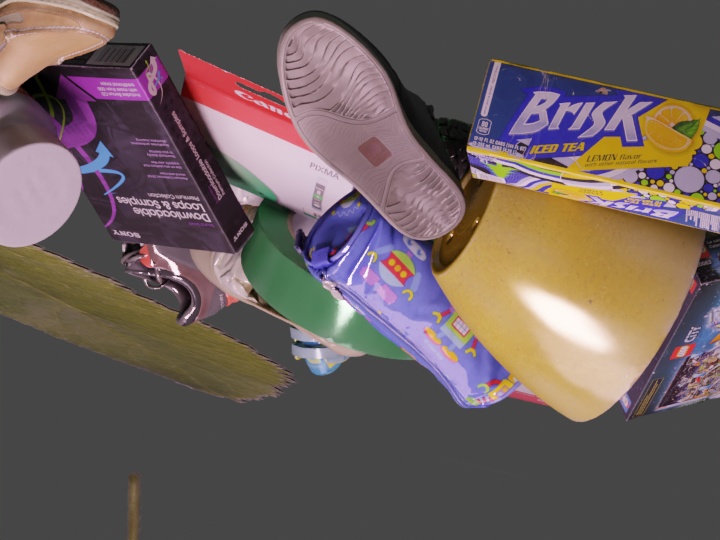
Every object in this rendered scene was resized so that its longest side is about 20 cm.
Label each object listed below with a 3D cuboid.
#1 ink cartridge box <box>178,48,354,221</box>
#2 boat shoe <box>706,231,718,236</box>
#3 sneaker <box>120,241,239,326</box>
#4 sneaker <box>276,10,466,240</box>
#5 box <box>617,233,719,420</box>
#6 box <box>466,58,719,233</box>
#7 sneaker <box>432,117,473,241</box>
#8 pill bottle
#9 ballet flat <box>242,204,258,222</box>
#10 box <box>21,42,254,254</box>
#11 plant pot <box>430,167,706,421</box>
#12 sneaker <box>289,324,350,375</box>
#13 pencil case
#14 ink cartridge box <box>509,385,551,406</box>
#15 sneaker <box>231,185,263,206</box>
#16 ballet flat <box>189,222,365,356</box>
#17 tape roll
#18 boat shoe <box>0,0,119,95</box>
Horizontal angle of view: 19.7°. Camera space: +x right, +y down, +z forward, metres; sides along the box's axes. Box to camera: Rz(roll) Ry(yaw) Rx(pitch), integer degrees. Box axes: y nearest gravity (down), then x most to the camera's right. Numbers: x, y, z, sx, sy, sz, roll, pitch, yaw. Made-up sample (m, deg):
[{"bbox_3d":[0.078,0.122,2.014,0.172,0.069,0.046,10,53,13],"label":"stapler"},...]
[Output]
[{"bbox_3d":[-0.074,-0.098,1.647,0.160,0.050,0.200,24,172,5],"label":"ink cartridge box"},{"bbox_3d":[0.314,-0.001,1.642,0.062,0.072,0.200,39,180,31],"label":"boat shoe"},{"bbox_3d":[-0.188,-0.036,1.880,0.201,0.082,0.077,55,159,-8],"label":"sneaker"},{"bbox_3d":[-0.001,-0.117,1.449,0.074,0.107,0.200,-29,125,11],"label":"sneaker"},{"bbox_3d":[0.278,0.035,1.551,0.136,0.038,0.200,-11,150,-18],"label":"box"},{"bbox_3d":[0.175,-0.080,1.383,0.199,0.071,0.064,14,167,10],"label":"box"},{"bbox_3d":[0.070,-0.055,1.605,0.085,0.079,0.200,5,155,-12],"label":"sneaker"},{"bbox_3d":[-0.306,-0.107,1.630,0.109,0.110,0.200,28,-171,-49],"label":"pill bottle"},{"bbox_3d":[-0.122,-0.050,1.940,0.070,0.071,0.200,17,166,-7],"label":"ballet flat"},{"bbox_3d":[-0.184,-0.099,1.664,0.142,0.036,0.201,7,140,37],"label":"box"},{"bbox_3d":[0.135,-0.012,1.481,0.141,0.201,0.200,25,167,-14],"label":"plant pot"},{"bbox_3d":[-0.057,0.035,2.055,0.079,0.132,0.199,7,177,44],"label":"sneaker"},{"bbox_3d":[0.043,0.024,1.553,0.200,0.087,0.078,42,156,-22],"label":"pencil case"},{"bbox_3d":[0.175,0.030,1.734,0.083,0.146,0.200,14,169,2],"label":"ink cartridge box"},{"bbox_3d":[-0.138,-0.075,1.797,0.199,0.089,0.075,19,167,-17],"label":"sneaker"},{"bbox_3d":[-0.071,0.010,1.783,0.199,0.070,0.069,27,173,16],"label":"ballet flat"},{"bbox_3d":[0.000,0.000,1.742,0.199,0.048,0.201,19,-155,-9],"label":"tape roll"},{"bbox_3d":[-0.253,-0.166,1.535,0.071,0.077,0.199,25,165,-40],"label":"boat shoe"}]
